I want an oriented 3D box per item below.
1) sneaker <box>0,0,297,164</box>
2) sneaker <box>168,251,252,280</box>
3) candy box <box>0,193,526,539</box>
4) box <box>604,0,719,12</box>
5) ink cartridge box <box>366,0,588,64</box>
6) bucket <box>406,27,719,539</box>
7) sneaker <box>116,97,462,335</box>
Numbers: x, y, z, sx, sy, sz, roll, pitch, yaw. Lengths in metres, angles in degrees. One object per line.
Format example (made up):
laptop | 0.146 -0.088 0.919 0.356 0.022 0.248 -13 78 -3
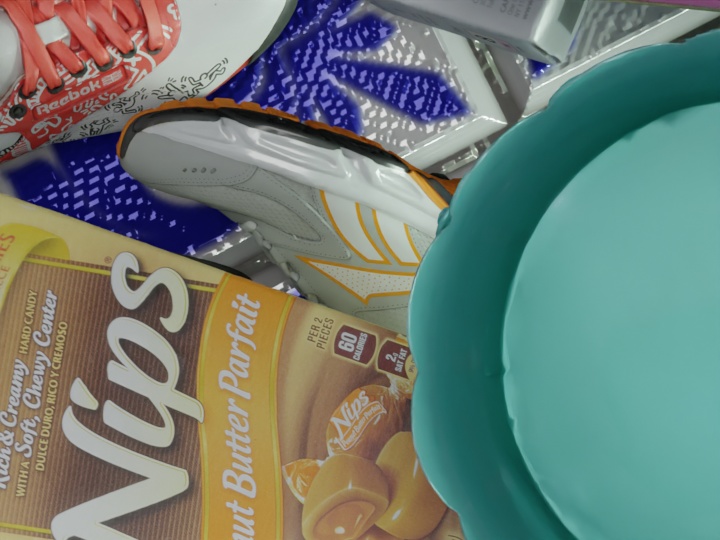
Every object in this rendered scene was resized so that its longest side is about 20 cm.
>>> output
sneaker | -0.120 -0.076 0.803 0.200 0.108 0.068 -21 91 9
sneaker | -0.144 0.051 0.827 0.198 0.084 0.122 6 79 2
candy box | -0.056 0.062 0.762 0.198 0.055 0.116 19 76 -4
box | 0.147 -0.133 0.722 0.174 0.199 0.098 -2 99 -32
ink cartridge box | 0.014 -0.187 0.854 0.199 0.057 0.164 21 89 24
bucket | 0.121 0.029 0.671 0.205 0.135 0.210 0 92 9
sneaker | 0.000 0.000 0.814 0.198 0.076 0.093 19 98 -8
